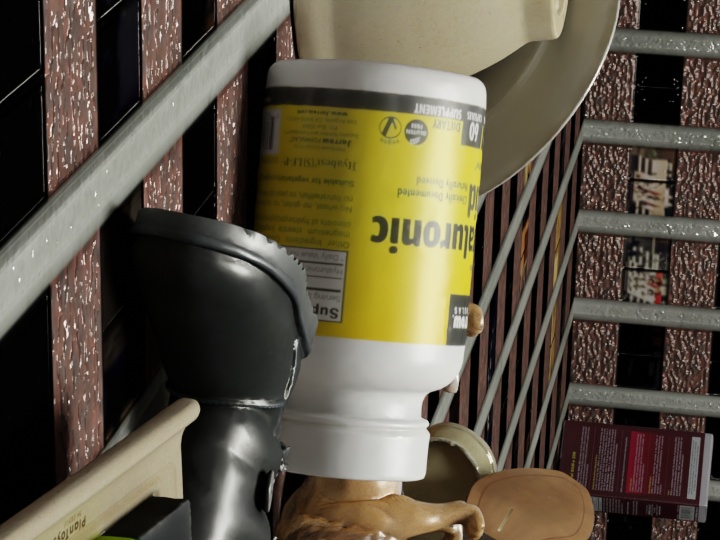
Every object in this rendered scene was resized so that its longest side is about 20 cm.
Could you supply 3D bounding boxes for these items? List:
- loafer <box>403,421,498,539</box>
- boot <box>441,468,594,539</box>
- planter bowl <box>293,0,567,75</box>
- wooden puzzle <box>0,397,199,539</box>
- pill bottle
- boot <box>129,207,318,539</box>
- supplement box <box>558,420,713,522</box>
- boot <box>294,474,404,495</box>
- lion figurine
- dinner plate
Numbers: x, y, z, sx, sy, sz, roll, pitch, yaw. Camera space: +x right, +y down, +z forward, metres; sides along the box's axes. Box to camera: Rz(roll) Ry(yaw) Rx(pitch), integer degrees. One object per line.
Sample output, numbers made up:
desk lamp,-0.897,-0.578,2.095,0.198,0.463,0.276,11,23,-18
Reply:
loafer,0.028,0.189,1.461,0.068,0.076,0.200,20,90,-77
boot,0.061,0.204,1.404,0.200,0.070,0.146,-18,137,-61
planter bowl,0.048,-0.188,1.305,0.200,0.134,0.201,6,90,-80
wooden puzzle,-0.095,0.163,0.843,0.185,0.037,0.200,-36,131,-65
pill bottle,0.000,0.000,1.184,0.111,0.111,0.200,0,95,-80
boot,-0.072,0.092,0.980,0.165,0.066,0.200,52,50,-65
supplement box,0.365,0.267,3.191,0.061,0.200,0.109,80,18,-62
boot,-0.006,0.105,1.419,0.200,0.068,0.189,-50,137,-86
lion figurine,0.001,0.095,1.280,0.072,0.122,0.200,163,-74,-73
dinner plate,0.067,-0.126,1.396,0.024,0.200,0.200,34,53,-36
